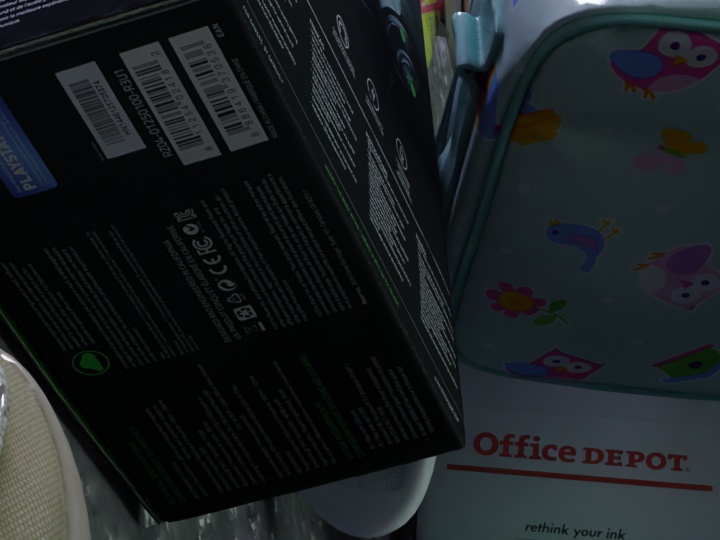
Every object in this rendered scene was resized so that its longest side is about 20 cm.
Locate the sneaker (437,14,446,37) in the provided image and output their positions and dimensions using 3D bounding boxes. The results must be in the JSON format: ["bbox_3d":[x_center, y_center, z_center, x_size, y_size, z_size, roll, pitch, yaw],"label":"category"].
[{"bbox_3d":[0.017,-0.171,1.041,0.200,0.082,0.074,39,63,-42],"label":"sneaker"}]

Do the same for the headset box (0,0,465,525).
[{"bbox_3d":[-0.046,-0.068,0.574,0.174,0.092,0.201,62,18,-46],"label":"headset box"}]

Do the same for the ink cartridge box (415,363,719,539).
[{"bbox_3d":[0.081,0.107,0.767,0.068,0.115,0.201,-1,94,-76],"label":"ink cartridge box"}]

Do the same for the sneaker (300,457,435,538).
[{"bbox_3d":[0.000,0.000,0.749,0.099,0.070,0.201,34,38,-64],"label":"sneaker"}]

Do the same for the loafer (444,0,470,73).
[{"bbox_3d":[0.074,-0.092,0.924,0.072,0.063,0.201,-73,162,-44],"label":"loafer"}]

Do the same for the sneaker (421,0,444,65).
[{"bbox_3d":[0.002,-0.109,0.904,0.200,0.078,0.091,-17,101,-72],"label":"sneaker"}]

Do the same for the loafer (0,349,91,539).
[{"bbox_3d":[-0.088,0.056,0.290,0.200,0.075,0.069,-83,161,-58],"label":"loafer"}]

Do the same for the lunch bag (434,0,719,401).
[{"bbox_3d":[0.099,-0.039,0.630,0.200,0.160,0.077,103,-9,-55],"label":"lunch bag"}]
